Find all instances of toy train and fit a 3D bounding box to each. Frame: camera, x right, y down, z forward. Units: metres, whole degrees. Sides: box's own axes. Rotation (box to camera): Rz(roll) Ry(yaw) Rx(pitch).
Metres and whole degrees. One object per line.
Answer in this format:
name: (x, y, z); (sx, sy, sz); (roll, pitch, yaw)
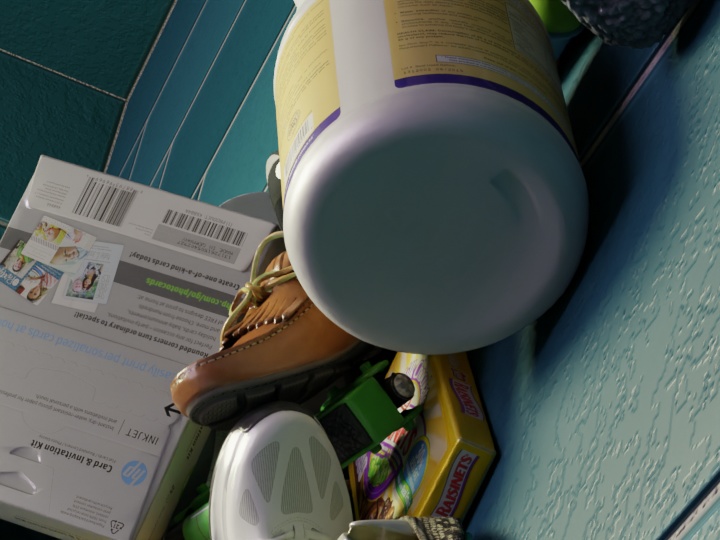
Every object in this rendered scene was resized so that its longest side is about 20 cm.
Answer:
toy train: (-0.040, 0.106, 1.384); (0.200, 0.042, 0.056); (-38, 0, 44)

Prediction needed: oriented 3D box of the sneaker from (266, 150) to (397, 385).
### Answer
sneaker: (0.000, 0.000, 1.473); (0.200, 0.074, 0.085); (60, -155, -56)

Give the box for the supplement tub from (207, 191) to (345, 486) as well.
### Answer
supplement tub: (-0.077, 0.060, 1.652); (0.200, 0.144, 0.145); (122, 165, -46)

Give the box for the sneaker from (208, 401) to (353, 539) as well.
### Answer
sneaker: (-0.016, 0.167, 1.264); (0.115, 0.075, 0.202); (-166, 71, -66)

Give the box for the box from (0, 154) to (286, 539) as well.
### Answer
box: (-0.148, 0.047, 1.468); (0.041, 0.155, 0.201); (67, -138, -60)

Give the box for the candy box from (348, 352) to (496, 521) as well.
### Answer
candy box: (0.029, 0.096, 1.369); (0.103, 0.026, 0.200); (-62, 12, 14)

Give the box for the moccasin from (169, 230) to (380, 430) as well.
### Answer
moccasin: (-0.027, 0.019, 1.351); (0.201, 0.078, 0.074); (-33, -4, -41)

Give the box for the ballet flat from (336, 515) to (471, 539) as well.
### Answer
ballet flat: (0.021, 0.143, 1.174); (0.200, 0.075, 0.068); (-127, 59, -78)

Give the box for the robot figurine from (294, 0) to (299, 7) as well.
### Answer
robot figurine: (0.030, -0.233, 1.742); (0.125, 0.150, 0.200); (-103, 34, -50)

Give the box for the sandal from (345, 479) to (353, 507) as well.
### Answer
sandal: (-0.054, 0.120, 1.552); (0.212, 0.077, 0.070); (127, 131, -69)

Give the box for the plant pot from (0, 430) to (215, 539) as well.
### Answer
plant pot: (-0.170, 0.107, 1.542); (0.135, 0.199, 0.201); (68, -145, -61)

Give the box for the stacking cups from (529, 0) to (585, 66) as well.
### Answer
stacking cups: (0.094, -0.130, 1.428); (0.200, 0.060, 0.061); (116, 170, -49)

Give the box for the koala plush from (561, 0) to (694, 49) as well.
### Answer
koala plush: (0.125, -0.245, 1.214); (0.200, 0.184, 0.178); (-39, 39, 14)

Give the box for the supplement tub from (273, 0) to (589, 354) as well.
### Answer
supplement tub: (0.031, -0.069, 1.310); (0.200, 0.145, 0.146); (-95, 28, -56)
